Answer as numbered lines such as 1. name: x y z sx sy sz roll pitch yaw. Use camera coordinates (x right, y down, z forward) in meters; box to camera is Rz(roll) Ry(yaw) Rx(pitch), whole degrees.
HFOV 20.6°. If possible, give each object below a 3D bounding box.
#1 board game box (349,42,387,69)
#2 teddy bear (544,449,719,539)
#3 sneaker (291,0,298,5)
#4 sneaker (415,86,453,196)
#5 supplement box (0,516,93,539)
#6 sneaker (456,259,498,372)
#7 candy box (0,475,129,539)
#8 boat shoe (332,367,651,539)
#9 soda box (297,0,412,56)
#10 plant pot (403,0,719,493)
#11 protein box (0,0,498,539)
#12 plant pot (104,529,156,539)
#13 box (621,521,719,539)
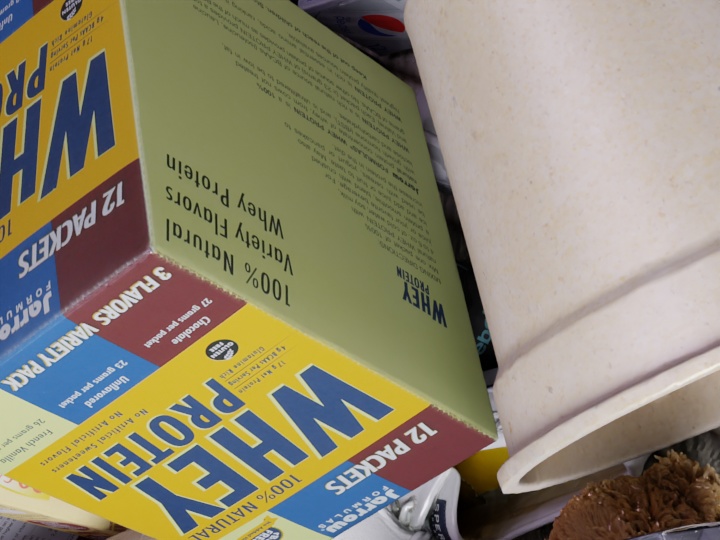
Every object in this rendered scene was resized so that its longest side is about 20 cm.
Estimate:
1. board game box: -0.088 -0.048 1.020 0.200 0.135 0.028 -54 40 13
2. teddy bear: 0.143 0.167 0.753 0.200 0.067 0.145 38 111 41
3. sneaker: -0.086 -0.096 1.102 0.200 0.077 0.080 -50 64 25
4. sneaker: 0.085 -0.064 0.892 0.200 0.075 0.082 20 90 49
5. supplement box: -0.227 0.060 1.068 0.133 0.200 0.197 -53 44 15
6. sneaker: 0.000 0.000 0.951 0.200 0.079 0.076 22 90 50
7. candy box: -0.127 0.069 0.961 0.055 0.200 0.116 -3 71 44
8. boat shoe: 0.040 0.100 0.858 0.202 0.075 0.086 -20 31 33
9. soda box: 0.022 -0.218 1.028 0.063 0.068 0.200 -10 66 43
10. plant pot: 0.108 -0.041 0.726 0.200 0.200 0.184 -32 74 33
11. protein box: -0.071 -0.012 0.817 0.135 0.198 0.200 -35 47 26
12. plant pot: -0.101 0.199 0.914 0.200 0.187 0.187 -42 47 11
13. box: 0.086 0.205 0.728 0.161 0.049 0.200 -26 71 46
